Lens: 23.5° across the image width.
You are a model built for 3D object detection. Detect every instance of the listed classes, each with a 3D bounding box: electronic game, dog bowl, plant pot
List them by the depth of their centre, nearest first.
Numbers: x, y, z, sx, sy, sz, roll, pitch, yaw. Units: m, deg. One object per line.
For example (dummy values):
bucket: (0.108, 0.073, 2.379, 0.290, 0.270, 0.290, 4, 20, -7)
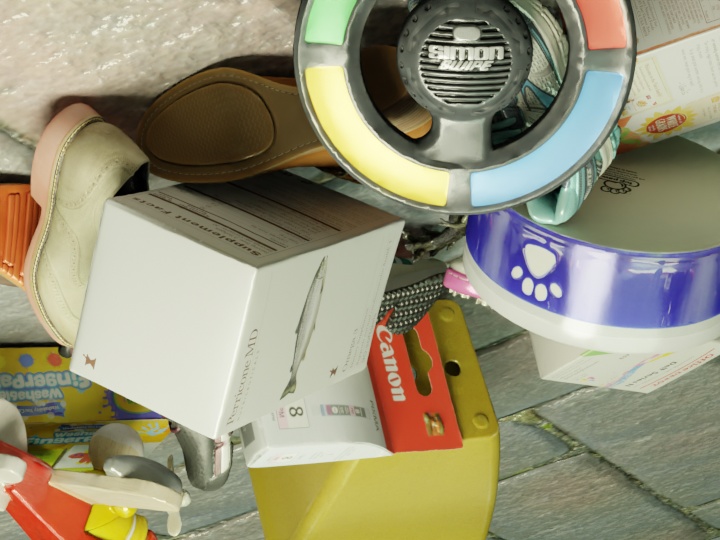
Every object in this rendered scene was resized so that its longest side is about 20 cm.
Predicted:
electronic game: (0.060, -0.125, 1.002, 0.199, 0.042, 0.201, 1, 115, 1)
dog bowl: (0.173, -0.028, 1.200, 0.199, 0.200, 0.079, -5, 122, -19)
plant pot: (0.017, 0.132, 1.499, 0.199, 0.201, 0.177, -5, 150, -20)

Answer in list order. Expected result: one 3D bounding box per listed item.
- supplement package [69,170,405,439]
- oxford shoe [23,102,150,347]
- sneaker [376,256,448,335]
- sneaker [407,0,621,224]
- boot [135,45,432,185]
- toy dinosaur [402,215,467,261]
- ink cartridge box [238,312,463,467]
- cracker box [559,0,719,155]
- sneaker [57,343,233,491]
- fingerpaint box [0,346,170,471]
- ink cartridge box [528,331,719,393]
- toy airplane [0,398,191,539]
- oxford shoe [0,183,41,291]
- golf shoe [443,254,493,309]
supplement package: (-0.075, 0.013, 1.114, 0.200, 0.117, 0.117, -20, 130, -60)
oxford shoe: (-0.172, -0.012, 1.130, 0.071, 0.074, 0.200, -44, 154, -36)
sneaker: (0.000, 0.000, 1.343, 0.070, 0.093, 0.200, -51, 162, 25)
sneaker: (0.093, -0.104, 1.066, 0.077, 0.087, 0.200, -1, 145, 45)
boot: (-0.033, -0.084, 1.137, 0.199, 0.074, 0.155, -10, 168, 15)
toy dinosaur: (0.081, -0.039, 1.332, 0.088, 0.048, 0.200, -28, 157, 15)
ink cartridge box: (-0.011, 0.066, 1.364, 0.199, 0.163, 0.057, -3, 156, -27)
cracker box: (0.243, -0.154, 1.142, 0.199, 0.058, 0.134, -17, 156, 11)
sneaker: (-0.163, 0.074, 1.276, 0.115, 0.201, 0.076, -11, -170, -22)
fingerpaint box: (-0.275, 0.128, 1.468, 0.199, 0.074, 0.167, 0, 154, -28)
ink cartridge box: (0.266, 0.060, 1.620, 0.199, 0.068, 0.117, 9, 147, -42)
toy airplane: (-0.226, 0.167, 1.342, 0.199, 0.141, 0.199, 30, 147, 10)
oxford shoe: (-0.258, -0.027, 1.165, 0.073, 0.072, 0.200, -1, 167, 37)
golf shoe: (0.136, -0.021, 1.325, 0.075, 0.092, 0.200, 20, -161, 37)
